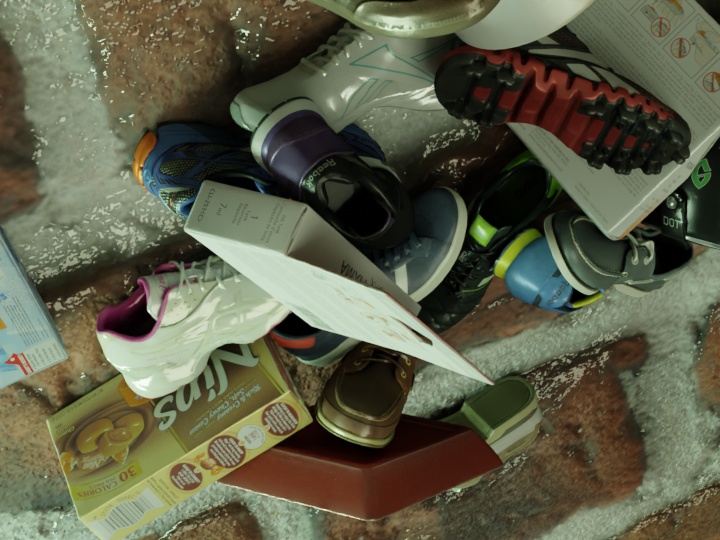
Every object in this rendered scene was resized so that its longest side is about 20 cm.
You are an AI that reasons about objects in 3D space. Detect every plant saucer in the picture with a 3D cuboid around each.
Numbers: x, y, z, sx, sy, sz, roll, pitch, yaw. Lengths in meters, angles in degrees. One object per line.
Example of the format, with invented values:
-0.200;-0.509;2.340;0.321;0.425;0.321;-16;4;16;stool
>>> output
-0.010;0.153;1.281;0.199;0.199;0.037;-10;105;-53;plant saucer

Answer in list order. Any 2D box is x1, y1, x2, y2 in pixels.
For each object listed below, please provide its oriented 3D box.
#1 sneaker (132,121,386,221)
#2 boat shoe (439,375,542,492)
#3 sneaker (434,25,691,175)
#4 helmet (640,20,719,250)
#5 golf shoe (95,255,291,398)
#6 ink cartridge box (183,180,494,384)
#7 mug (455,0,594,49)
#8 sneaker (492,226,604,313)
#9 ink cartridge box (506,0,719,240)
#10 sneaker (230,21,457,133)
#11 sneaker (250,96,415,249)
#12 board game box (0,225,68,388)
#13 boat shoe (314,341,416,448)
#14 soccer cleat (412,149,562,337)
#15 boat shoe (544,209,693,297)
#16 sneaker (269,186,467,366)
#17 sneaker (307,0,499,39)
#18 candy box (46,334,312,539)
-0.070;-0.067;1.144;0.199;0.079;0.076;-8;133;-23;sneaker
0.090;0.182;1.464;0.199;0.075;0.069;-27;131;-6;boat shoe
0.153;-0.137;1.108;0.199;0.098;0.071;18;140;-8;sneaker
0.320;-0.115;1.238;0.199;0.200;0.192;6;102;-33;helmet
-0.121;0.021;1.202;0.199;0.075;0.092;-36;133;4;golf shoe
-0.005;0.010;1.083;0.200;0.175;0.045;41;69;-56;ink cartridge box
0.094;-0.271;1.022;0.153;0.149;0.187;44;75;-37;mug
0.181;0.008;1.307;0.066;0.078;0.200;-55;161;15;sneaker
0.216;-0.150;1.168;0.200;0.162;0.050;-43;161;12;ink cartridge box
-0.006;-0.152;1.118;0.199;0.070;0.081;-18;127;-23;sneaker
-0.004;-0.043;1.096;0.076;0.088;0.200;-45;148;7;sneaker
-0.343;0.033;1.110;0.198;0.041;0.201;-25;137;-8;board game box
0.010;0.090;1.276;0.072;0.200;0.068;21;107;4;boat shoe
0.097;-0.025;1.271;0.200;0.067;0.081;-51;171;14;soccer cleat
0.214;-0.020;1.239;0.062;0.073;0.200;-25;160;28;boat shoe
0.000;0.000;1.246;0.200;0.075;0.084;-45;140;15;sneaker
-0.002;-0.207;0.975;0.071;0.199;0.076;-54;143;-25;sneaker
-0.151;0.124;1.246;0.199;0.116;0.055;-31;138;0;candy box
